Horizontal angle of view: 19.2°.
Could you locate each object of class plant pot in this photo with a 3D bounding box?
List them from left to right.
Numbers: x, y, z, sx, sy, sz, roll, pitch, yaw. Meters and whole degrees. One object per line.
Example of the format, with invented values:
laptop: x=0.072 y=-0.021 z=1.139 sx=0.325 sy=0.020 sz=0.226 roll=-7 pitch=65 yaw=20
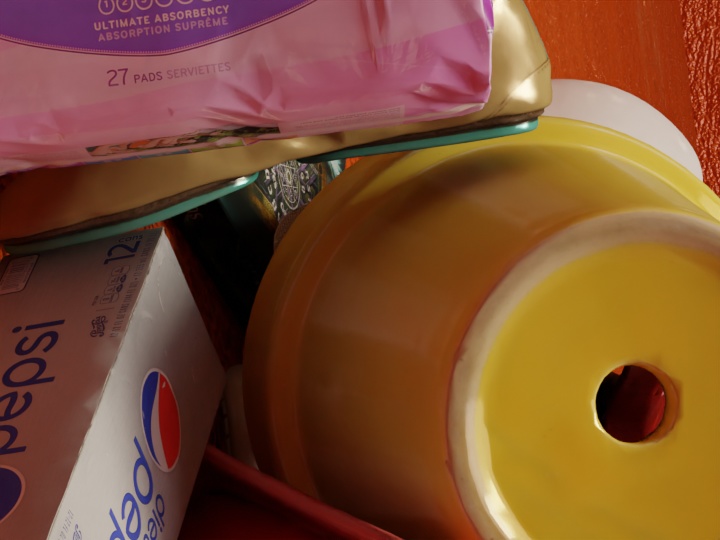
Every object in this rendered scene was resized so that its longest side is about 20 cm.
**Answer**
plant pot: x=0.069 y=0.042 z=0.736 sx=0.189 sy=0.200 sz=0.202 roll=-178 pitch=-101 yaw=-79

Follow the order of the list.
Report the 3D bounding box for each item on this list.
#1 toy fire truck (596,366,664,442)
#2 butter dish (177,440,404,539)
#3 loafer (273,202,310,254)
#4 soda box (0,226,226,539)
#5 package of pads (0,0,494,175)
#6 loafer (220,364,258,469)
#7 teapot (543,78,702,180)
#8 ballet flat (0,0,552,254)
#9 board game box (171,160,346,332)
toy fire truck: x=0.072 y=0.049 z=0.944 sx=0.168 sy=0.112 sz=0.201 roll=-49 pitch=151 yaw=-41
butter dish: x=-0.031 y=0.178 z=0.703 sx=0.148 sy=0.199 sz=0.200 roll=-36 pitch=118 yaw=-23
loafer: x=0.000 y=0.000 z=0.938 sx=0.200 sy=0.067 sz=0.076 roll=82 pitch=14 yaw=-75
soda box: x=-0.098 y=0.073 z=0.656 sx=0.200 sy=0.063 sz=0.068 roll=-77 pitch=153 yaw=-53
package of pads: x=-0.065 y=-0.093 z=0.606 sx=0.076 sy=0.199 sz=0.121 roll=59 pitch=23 yaw=-88
loafer: x=-0.009 y=0.078 z=0.956 sx=0.200 sy=0.068 sz=0.076 roll=23 pitch=58 yaw=-73
teapot: x=0.090 y=-0.040 z=1.230 sx=0.146 sy=0.200 sz=0.198 roll=39 pitch=67 yaw=-14
ballet flat: x=-0.035 y=-0.059 z=0.724 sx=0.069 sy=0.199 sz=0.063 roll=-137 pitch=-147 yaw=-75
board game box: x=-0.052 y=-0.060 z=0.943 sx=0.200 sy=0.028 sz=0.136 roll=62 pitch=27 yaw=-50
